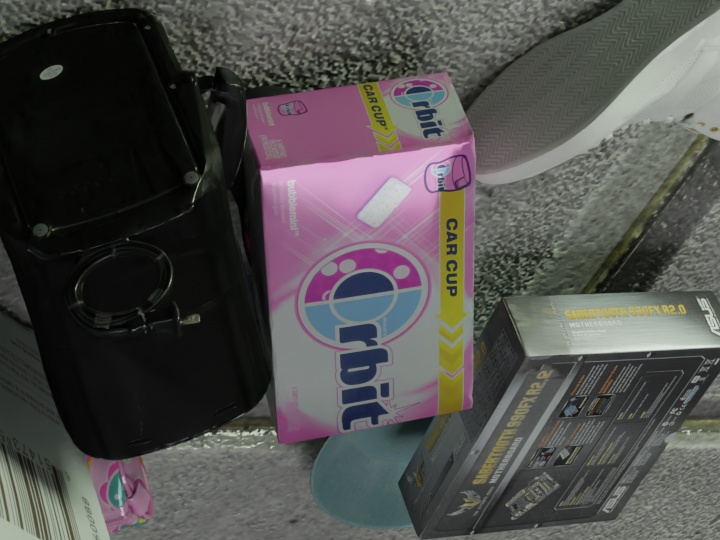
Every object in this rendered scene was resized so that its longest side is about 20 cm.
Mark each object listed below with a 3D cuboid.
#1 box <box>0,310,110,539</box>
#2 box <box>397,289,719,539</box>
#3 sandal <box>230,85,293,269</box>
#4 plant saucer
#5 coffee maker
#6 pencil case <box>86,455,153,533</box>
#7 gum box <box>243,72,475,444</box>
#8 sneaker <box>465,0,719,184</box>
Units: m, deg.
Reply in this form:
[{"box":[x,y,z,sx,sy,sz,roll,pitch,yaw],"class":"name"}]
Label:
[{"box":[-0.260,0.115,1.102,0.171,0.201,0.199,-31,145,11],"class":"box"},{"box":[0.131,0.094,1.343,0.157,0.049,0.201,-2,140,-25],"class":"box"},{"box":[-0.035,-0.026,1.162,0.075,0.045,0.200,-24,145,2],"class":"sandal"},{"box":[0.056,0.103,1.392,0.199,0.039,0.202,-15,145,-11],"class":"plant saucer"},{"box":[-0.121,0.006,1.032,0.133,0.193,0.201,-1,143,6],"class":"coffee maker"},{"box":[-0.228,0.151,1.269,0.199,0.088,0.088,-22,146,-1],"class":"pencil case"},{"box":[0.000,0.000,1.125,0.113,0.066,0.201,-8,129,-8],"class":"gum box"},{"box":[0.157,-0.091,1.150,0.199,0.074,0.116,-33,141,14],"class":"sneaker"}]
